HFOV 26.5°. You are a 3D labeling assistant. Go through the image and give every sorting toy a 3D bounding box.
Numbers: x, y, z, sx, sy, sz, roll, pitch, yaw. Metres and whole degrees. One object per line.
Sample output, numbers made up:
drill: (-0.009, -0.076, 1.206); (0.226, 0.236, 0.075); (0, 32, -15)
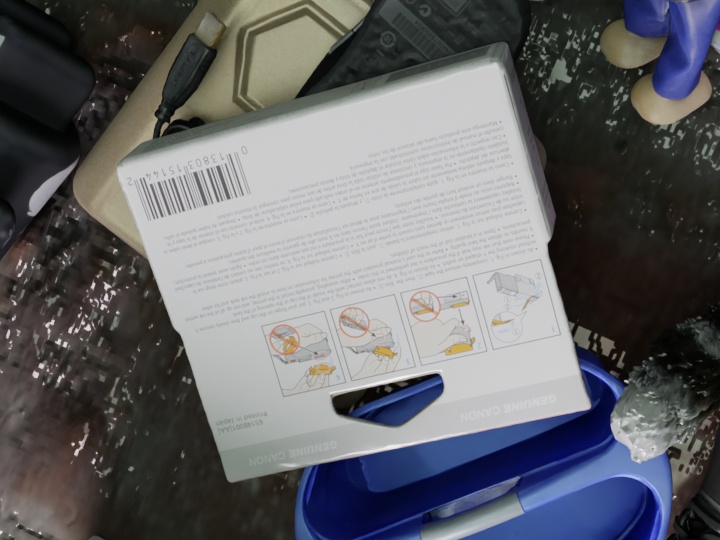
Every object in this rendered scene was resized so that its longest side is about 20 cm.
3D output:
sorting toy: (-0.029, -0.054, 0.822); (0.199, 0.036, 0.186); (39, 102, -1)

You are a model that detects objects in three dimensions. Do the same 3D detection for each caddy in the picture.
caddy: (0.064, 0.119, 0.793); (0.198, 0.105, 0.143); (-23, 90, 14)

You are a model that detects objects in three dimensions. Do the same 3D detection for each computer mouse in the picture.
computer mouse: (-0.014, -0.100, 0.772); (0.140, 0.046, 0.201); (35, 114, -5)

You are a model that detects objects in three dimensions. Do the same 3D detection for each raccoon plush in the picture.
raccoon plush: (0.230, 0.039, 0.711); (0.200, 0.134, 0.097); (-49, 115, -14)

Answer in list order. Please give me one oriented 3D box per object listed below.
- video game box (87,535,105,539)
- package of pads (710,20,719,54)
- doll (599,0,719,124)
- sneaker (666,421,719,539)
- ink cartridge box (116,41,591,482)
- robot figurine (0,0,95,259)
video game box: (-0.102, 0.215, 0.793); (0.181, 0.200, 0.047); (22, 97, 8)
package of pads: (0.252, -0.167, 0.692); (0.068, 0.155, 0.201); (26, 102, -17)
doll: (0.146, -0.154, 0.694); (0.048, 0.201, 0.137); (-18, 56, -7)
sneaker: (0.173, 0.168, 0.780); (0.086, 0.076, 0.203); (2, 97, -8)
ink cartridge box: (0.000, 0.000, 0.756); (0.198, 0.045, 0.178); (-13, 106, 16)
robot figurine: (-0.234, -0.058, 0.826); (0.125, 0.150, 0.200); (40, 103, -8)
